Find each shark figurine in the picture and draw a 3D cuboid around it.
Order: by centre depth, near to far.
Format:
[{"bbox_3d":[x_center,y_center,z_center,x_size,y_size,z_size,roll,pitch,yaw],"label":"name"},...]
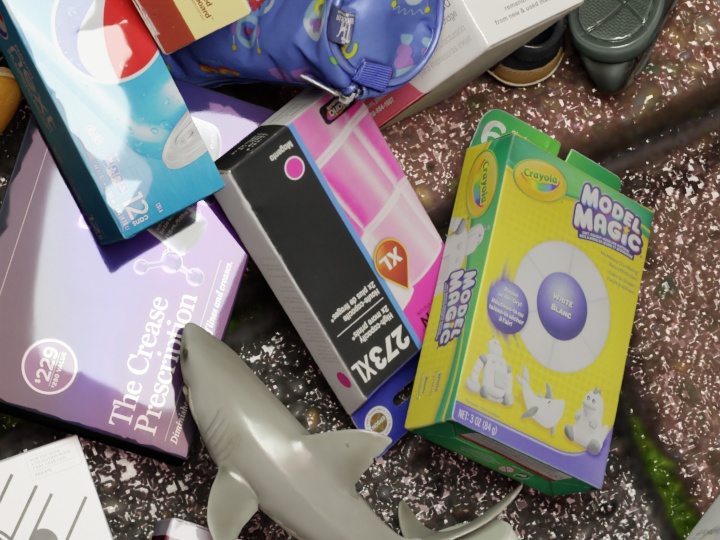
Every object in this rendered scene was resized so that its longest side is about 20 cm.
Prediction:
[{"bbox_3d":[-0.002,0.113,1.185,0.214,0.128,0.089,35,123,-27],"label":"shark figurine"}]

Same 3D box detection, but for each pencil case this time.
[{"bbox_3d":[-0.044,-0.135,1.213,0.078,0.200,0.087,24,80,-41],"label":"pencil case"}]

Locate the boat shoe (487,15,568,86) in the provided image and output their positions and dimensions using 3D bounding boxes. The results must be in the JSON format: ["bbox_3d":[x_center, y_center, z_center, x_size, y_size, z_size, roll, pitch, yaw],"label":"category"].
[{"bbox_3d":[0.074,-0.207,1.310,0.074,0.062,0.200,-17,84,-9],"label":"boat shoe"}]

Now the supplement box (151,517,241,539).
[{"bbox_3d":[-0.110,0.237,1.198,0.061,0.109,0.200,20,81,-6],"label":"supplement box"}]

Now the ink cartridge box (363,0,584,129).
[{"bbox_3d":[0.013,-0.197,1.248,0.084,0.145,0.200,-28,88,-35],"label":"ink cartridge box"}]

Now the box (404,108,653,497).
[{"bbox_3d":[0.101,0.014,1.259,0.117,0.048,0.200,26,64,-31],"label":"box"}]

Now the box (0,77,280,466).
[{"bbox_3d":[-0.135,-0.007,1.244,0.141,0.079,0.200,17,80,-4],"label":"box"}]

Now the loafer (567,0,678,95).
[{"bbox_3d":[0.171,-0.195,1.330,0.072,0.063,0.200,17,64,18],"label":"loafer"}]

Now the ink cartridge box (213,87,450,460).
[{"bbox_3d":[0.000,0.000,1.241,0.095,0.037,0.200,-41,114,-26],"label":"ink cartridge box"}]

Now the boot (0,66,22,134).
[{"bbox_3d":[-0.232,0.001,1.187,0.201,0.071,0.144,-38,63,10],"label":"boot"}]

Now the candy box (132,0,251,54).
[{"bbox_3d":[-0.117,-0.213,1.194,0.055,0.200,0.116,-25,122,4],"label":"candy box"}]

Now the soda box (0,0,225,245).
[{"bbox_3d":[-0.148,-0.116,1.167,0.064,0.068,0.200,-29,97,-16],"label":"soda box"}]

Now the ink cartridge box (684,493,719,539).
[{"bbox_3d":[0.259,0.189,1.245,0.146,0.147,0.200,41,79,-3],"label":"ink cartridge box"}]

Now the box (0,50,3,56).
[{"bbox_3d":[-0.285,-0.101,1.220,0.200,0.100,0.075,-40,91,-11],"label":"box"}]

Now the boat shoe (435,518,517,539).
[{"bbox_3d":[0.012,0.216,1.249,0.201,0.070,0.072,-34,110,-15],"label":"boat shoe"}]

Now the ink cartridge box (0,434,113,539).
[{"bbox_3d":[-0.234,0.167,1.220,0.200,0.044,0.094,-19,84,-11],"label":"ink cartridge box"}]
